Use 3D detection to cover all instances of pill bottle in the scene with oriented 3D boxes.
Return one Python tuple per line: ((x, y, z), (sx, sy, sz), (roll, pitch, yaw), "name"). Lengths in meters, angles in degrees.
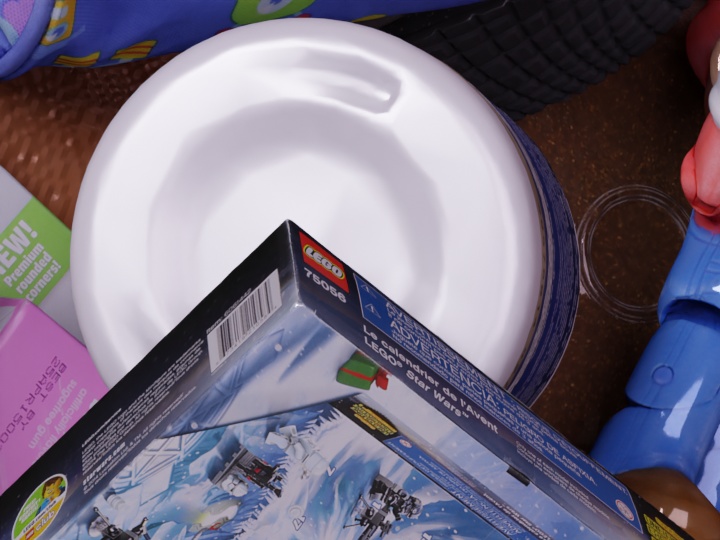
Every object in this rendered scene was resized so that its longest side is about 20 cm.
((0.000, 0.000, 0.777), (0.110, 0.200, 0.112), (0, 88, 9), "pill bottle")

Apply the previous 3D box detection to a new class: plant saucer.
((0.078, -0.003, 0.917), (0.199, 0.037, 0.201), (3, 82, -20), "plant saucer")

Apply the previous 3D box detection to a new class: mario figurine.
((0.131, -0.004, 0.856), (0.106, 0.123, 0.201), (19, 81, -3), "mario figurine")

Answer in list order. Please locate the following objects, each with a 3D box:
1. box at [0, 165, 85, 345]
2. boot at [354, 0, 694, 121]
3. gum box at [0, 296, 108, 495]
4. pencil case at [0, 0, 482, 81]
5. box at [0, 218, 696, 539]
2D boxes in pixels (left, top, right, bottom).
((-0.101, 0.076, 0.839), (0.200, 0.041, 0.156), (43, 71, -9), "box")
((0.057, -0.131, 0.859), (0.199, 0.070, 0.132), (-28, 63, 19), "boot")
((-0.105, 0.110, 0.765), (0.113, 0.066, 0.200), (41, 72, -24), "gum box")
((-0.010, -0.101, 0.734), (0.199, 0.087, 0.078), (-13, 62, -26), "pencil case")
((-0.033, 0.099, 0.681), (0.137, 0.040, 0.200), (39, 110, -24), "box")
